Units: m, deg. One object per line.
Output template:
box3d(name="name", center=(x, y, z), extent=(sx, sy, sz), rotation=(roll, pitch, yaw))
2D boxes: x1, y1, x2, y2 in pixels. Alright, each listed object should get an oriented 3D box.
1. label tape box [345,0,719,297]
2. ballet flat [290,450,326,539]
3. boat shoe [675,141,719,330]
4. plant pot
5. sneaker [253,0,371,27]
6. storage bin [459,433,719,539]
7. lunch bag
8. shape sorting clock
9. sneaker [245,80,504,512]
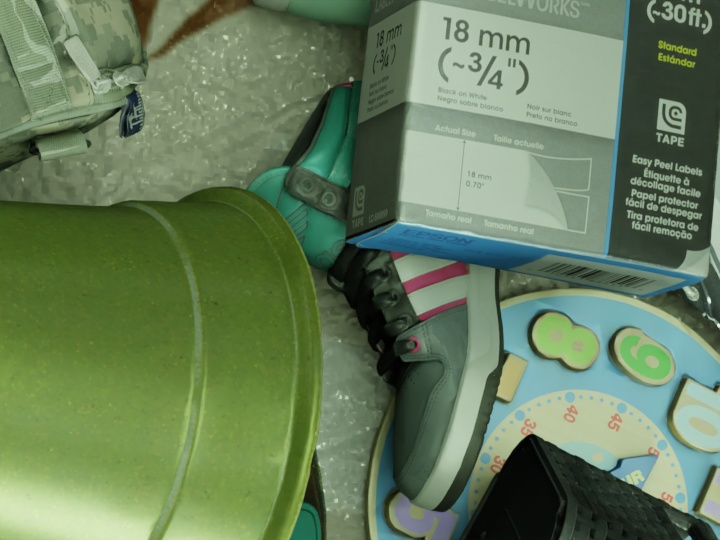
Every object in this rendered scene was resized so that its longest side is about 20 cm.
box3d(name="label tape box", center=(0.079, -0.101, 1.146), extent=(0.143, 0.063, 0.201), rotation=(9, 79, -18))
box3d(name="ballet flat", center=(-0.051, 0.088, 1.169), extent=(0.070, 0.071, 0.201), rotation=(-5, 117, -18))
box3d(name="boat shoe", center=(0.165, -0.015, 1.251), extent=(0.200, 0.068, 0.072), rotation=(53, 51, -16))
box3d(name="plant pot", center=(-0.147, 0.047, 1.052), extent=(0.189, 0.200, 0.201), rotation=(12, 82, -34))
box3d(name="sneaker", center=(0.028, -0.204, 1.215), extent=(0.118, 0.074, 0.202), rotation=(13, 92, -10))
box3d(name="storage bin", center=(0.070, 0.187, 1.141), extent=(0.093, 0.135, 0.201), rotation=(26, 99, -9))
box3d(name="lunch bag", center=(-0.172, -0.130, 1.099), extent=(0.139, 0.168, 0.201), rotation=(-24, 94, -17))
box3d(name="shape sorting clock", center=(0.100, 0.108, 1.235), extent=(0.199, 0.039, 0.201), rotation=(1, 85, -18))
box3d(name="sneaker", center=(0.000, 0.000, 1.175), extent=(0.120, 0.084, 0.201), rotation=(12, 64, -14))
